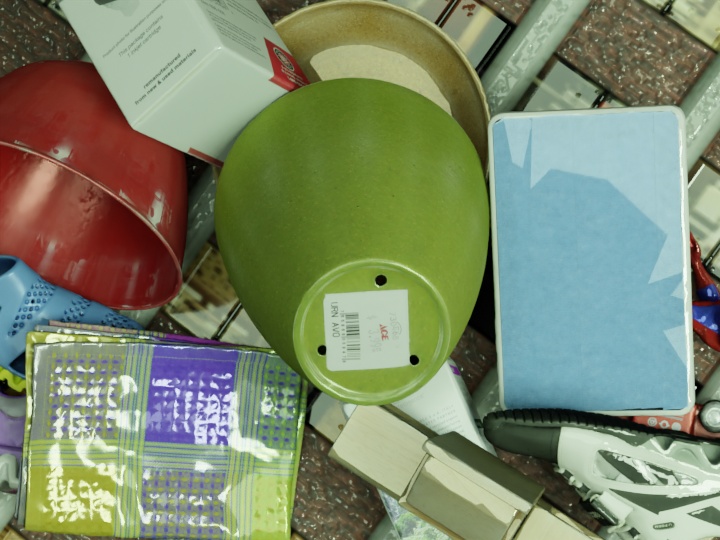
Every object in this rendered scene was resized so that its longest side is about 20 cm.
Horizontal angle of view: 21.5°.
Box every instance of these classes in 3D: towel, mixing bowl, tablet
[{"bbox_3d":[-0.136,0.115,1.296,0.198,0.023,0.145,7,93,-13],"label":"towel"},{"bbox_3d":[-0.195,-0.071,1.290,0.199,0.201,0.109,16,62,11],"label":"mixing bowl"},{"bbox_3d":[0.150,-0.004,1.232,0.129,0.014,0.202,-1,96,14],"label":"tablet"}]

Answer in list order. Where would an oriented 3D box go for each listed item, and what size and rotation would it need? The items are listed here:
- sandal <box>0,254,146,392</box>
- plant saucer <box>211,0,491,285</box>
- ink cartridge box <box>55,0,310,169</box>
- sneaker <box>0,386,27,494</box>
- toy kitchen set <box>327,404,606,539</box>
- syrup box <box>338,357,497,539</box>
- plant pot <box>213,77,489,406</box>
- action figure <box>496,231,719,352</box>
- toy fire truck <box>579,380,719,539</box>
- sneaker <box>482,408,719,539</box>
[{"bbox_3d":[-0.242,0.028,1.310,0.198,0.080,0.087,15,130,-2],"label":"sandal"},{"bbox_3d":[-0.005,-0.087,1.318,0.198,0.035,0.202,-1,87,10],"label":"plant saucer"},{"bbox_3d":[-0.132,-0.177,1.266,0.084,0.144,0.201,-38,66,15],"label":"ink cartridge box"},{"bbox_3d":[-0.294,0.104,1.340,0.198,0.081,0.089,9,81,6],"label":"sneaker"},{"bbox_3d":[0.042,0.199,1.143,0.199,0.163,0.181,32,91,9],"label":"toy kitchen set"},{"bbox_3d":[0.065,0.162,1.266,0.078,0.081,0.201,-25,82,5],"label":"syrup box"},{"bbox_3d":[0.000,0.000,1.177,0.185,0.200,0.189,-1,113,-3],"label":"plant pot"},{"bbox_3d":[0.197,0.004,1.261,0.198,0.065,0.100,9,97,11],"label":"action figure"},{"bbox_3d":[0.228,0.157,1.254,0.198,0.049,0.142,13,89,11],"label":"toy fire truck"},{"bbox_3d":[0.170,0.140,1.202,0.198,0.074,0.089,13,94,6],"label":"sneaker"}]
